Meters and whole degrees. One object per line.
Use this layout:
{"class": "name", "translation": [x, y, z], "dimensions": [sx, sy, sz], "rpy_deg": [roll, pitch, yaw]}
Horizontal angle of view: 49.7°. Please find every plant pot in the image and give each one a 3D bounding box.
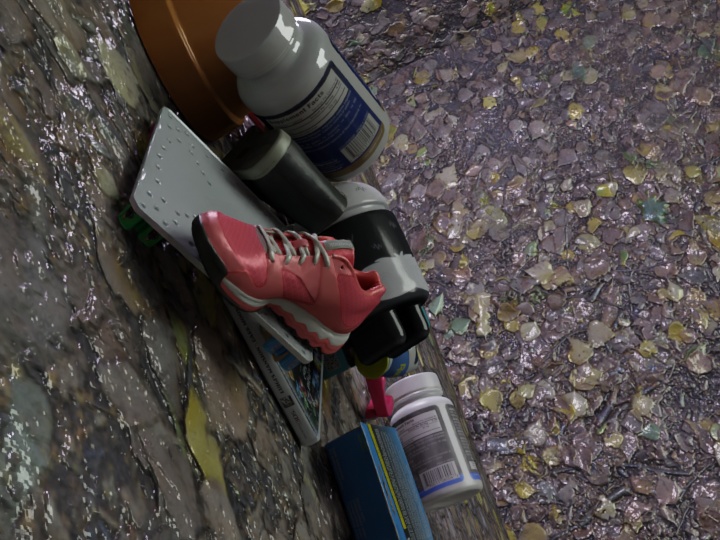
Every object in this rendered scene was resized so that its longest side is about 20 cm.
{"class": "plant pot", "translation": [-0.154, -0.272, 0.891], "dimensions": [0.200, 0.138, 0.203], "rpy_deg": [-24, 90, -82]}

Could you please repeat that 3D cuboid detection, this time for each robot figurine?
{"class": "robot figurine", "translation": [0.000, 0.001, 0.871], "dimensions": [0.150, 0.123, 0.203], "rpy_deg": [52, 13, -75]}

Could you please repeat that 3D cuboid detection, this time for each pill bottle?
{"class": "pill bottle", "translation": [-0.060, -0.190, 0.817], "dimensions": [0.200, 0.110, 0.112], "rpy_deg": [41, 24, -48]}
{"class": "pill bottle", "translation": [0.114, 0.278, 1.270], "dimensions": [0.114, 0.112, 0.203], "rpy_deg": [52, 17, -63]}

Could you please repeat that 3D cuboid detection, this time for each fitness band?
{"class": "fitness band", "translation": [0.025, 0.142, 1.160], "dimensions": [0.200, 0.037, 0.147], "rpy_deg": [-1, 88, -85]}

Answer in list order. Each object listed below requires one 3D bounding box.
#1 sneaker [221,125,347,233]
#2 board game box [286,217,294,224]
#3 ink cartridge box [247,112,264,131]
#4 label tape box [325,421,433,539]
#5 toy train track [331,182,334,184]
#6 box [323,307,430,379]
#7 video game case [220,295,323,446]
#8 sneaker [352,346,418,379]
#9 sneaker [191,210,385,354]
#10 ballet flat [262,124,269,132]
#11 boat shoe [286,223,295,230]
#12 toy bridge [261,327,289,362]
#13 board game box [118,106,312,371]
{"class": "sneaker", "translation": [-0.091, -0.091, 0.830], "dimensions": [0.106, 0.075, 0.200], "rpy_deg": [43, -6, -23]}
{"class": "board game box", "translation": [-0.049, -0.020, 1.123], "dimensions": [0.119, 0.032, 0.202], "rpy_deg": [7, -55, 61]}
{"class": "ink cartridge box", "translation": [-0.109, -0.222, 1.102], "dimensions": [0.148, 0.085, 0.200], "rpy_deg": [50, -1, 15]}
{"class": "label tape box", "translation": [0.017, 0.249, 0.858], "dimensions": [0.200, 0.062, 0.146], "rpy_deg": [45, 24, -71]}
{"class": "toy train track", "translation": [-0.063, -0.088, 1.162], "dimensions": [0.200, 0.032, 0.117], "rpy_deg": [128, -45, -66]}
{"class": "box", "translation": [0.011, 0.070, 1.032], "dimensions": [0.199, 0.049, 0.083], "rpy_deg": [-20, 85, -52]}
{"class": "video game case", "translation": [-0.088, 0.061, 0.834], "dimensions": [0.201, 0.023, 0.184], "rpy_deg": [-94, 160, -70]}
{"class": "sneaker", "translation": [0.033, 0.039, 0.977], "dimensions": [0.081, 0.073, 0.204], "rpy_deg": [13, 67, -38]}
{"class": "sneaker", "translation": [-0.051, -0.007, 0.621], "dimensions": [0.200, 0.086, 0.074], "rpy_deg": [36, 22, -49]}
{"class": "ballet flat", "translation": [-0.073, -0.220, 0.953], "dimensions": [0.064, 0.066, 0.203], "rpy_deg": [130, -26, -59]}
{"class": "boat shoe", "translation": [-0.064, -0.001, 0.988], "dimensions": [0.200, 0.071, 0.068], "rpy_deg": [56, 9, -64]}
{"class": "toy bridge", "translation": [-0.072, 0.039, 0.812], "dimensions": [0.200, 0.027, 0.068], "rpy_deg": [-51, 117, -81]}
{"class": "board game box", "translation": [-0.119, -0.031, 0.685], "dimensions": [0.200, 0.026, 0.201], "rpy_deg": [46, 18, -28]}
